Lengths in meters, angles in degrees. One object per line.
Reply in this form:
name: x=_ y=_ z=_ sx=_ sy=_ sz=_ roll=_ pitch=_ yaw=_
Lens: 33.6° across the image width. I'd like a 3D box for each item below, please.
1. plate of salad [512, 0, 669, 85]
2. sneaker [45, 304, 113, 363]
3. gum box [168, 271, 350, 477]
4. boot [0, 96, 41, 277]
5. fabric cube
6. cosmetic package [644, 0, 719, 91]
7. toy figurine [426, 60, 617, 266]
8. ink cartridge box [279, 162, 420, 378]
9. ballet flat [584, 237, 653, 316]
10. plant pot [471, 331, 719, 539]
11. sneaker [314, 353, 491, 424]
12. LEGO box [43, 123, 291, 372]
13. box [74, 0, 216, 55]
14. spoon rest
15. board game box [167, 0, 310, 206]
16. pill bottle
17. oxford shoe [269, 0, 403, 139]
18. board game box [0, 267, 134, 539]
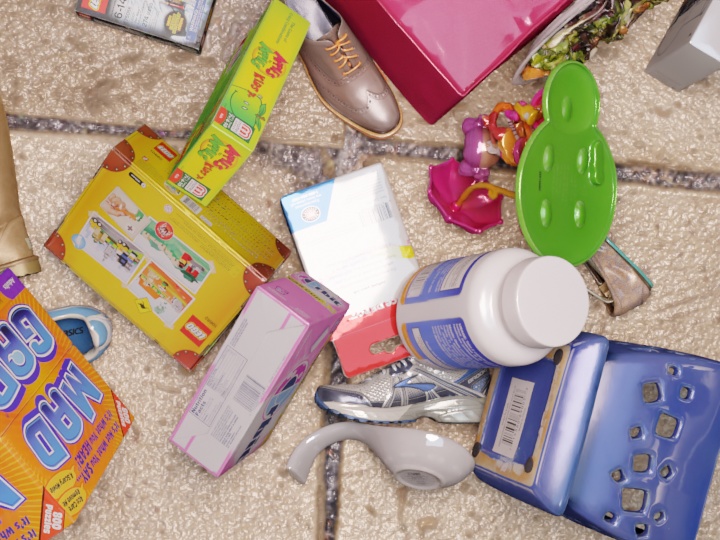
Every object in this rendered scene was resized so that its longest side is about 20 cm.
plate of salad: x=0.242 y=-0.246 z=1.220 sx=0.200 sy=0.200 sz=0.048 roll=-35 pitch=82 yaw=-5
sneaker: x=-0.354 y=0.083 z=1.227 sx=0.199 sy=0.072 sz=0.072 roll=-18 pitch=93 yaw=-4
gum box: x=-0.102 y=0.106 z=1.194 sx=0.066 sy=0.113 sz=0.201 roll=35 pitch=107 yaw=12
boot: x=-0.433 y=-0.073 z=1.227 sx=0.174 sy=0.066 sz=0.201 roll=-17 pitch=92 yaw=-17
fabric cube: x=0.095 y=-0.294 z=1.208 sx=0.200 sy=0.199 sz=0.196 roll=-41 pitch=92 yaw=-4
cosmetic package: x=0.389 y=-0.298 z=1.259 sx=0.051 sy=0.151 sz=0.201 roll=30 pitch=86 yaw=-4
toy figurine: x=0.146 y=-0.108 z=1.221 sx=0.150 sy=0.184 sz=0.201 roll=-3 pitch=96 yaw=-40
ink cartridge box: x=0.000 y=0.000 z=1.261 sx=0.116 sy=0.067 sz=0.201 roll=-19 pitch=91 yaw=-5
ballet flat: x=0.232 y=-0.030 z=1.286 sx=0.067 sy=0.068 sz=0.200 roll=-41 pitch=91 yaw=2
plant pot: x=0.229 y=0.159 z=1.197 sx=0.179 sy=0.200 sz=0.201 roll=17 pitch=86 yaw=-21
sneaker: x=0.047 y=0.119 z=1.268 sx=0.199 sy=0.077 sz=0.086 roll=1 pitch=85 yaw=-15
LEGO box: x=-0.195 y=-0.021 z=1.207 sx=0.200 sy=0.077 sz=0.149 roll=41 pitch=120 yaw=-4
box: x=-0.207 y=-0.345 z=1.260 sx=0.136 sy=0.040 sz=0.201 roll=16 pitch=88 yaw=-4
spoon rest: x=0.022 y=0.189 z=1.235 sx=0.199 sy=0.100 sz=0.061 roll=-4 pitch=54 yaw=24
board game box: x=-0.118 y=-0.169 z=1.182 sx=0.047 sy=0.102 sz=0.201 roll=32 pitch=48 yaw=-15
pill bottle: x=0.127 y=0.038 z=1.150 sx=0.111 sy=0.200 sz=0.113 roll=3 pitch=83 yaw=-28
oxford shoe: x=-0.026 y=-0.222 z=1.258 sx=0.071 sy=0.073 sz=0.200 roll=-42 pitch=93 yaw=-5
board game box: x=-0.372 y=0.159 z=1.117 sx=0.199 sy=0.200 sz=0.200 roll=-33 pitch=103 yaw=16
